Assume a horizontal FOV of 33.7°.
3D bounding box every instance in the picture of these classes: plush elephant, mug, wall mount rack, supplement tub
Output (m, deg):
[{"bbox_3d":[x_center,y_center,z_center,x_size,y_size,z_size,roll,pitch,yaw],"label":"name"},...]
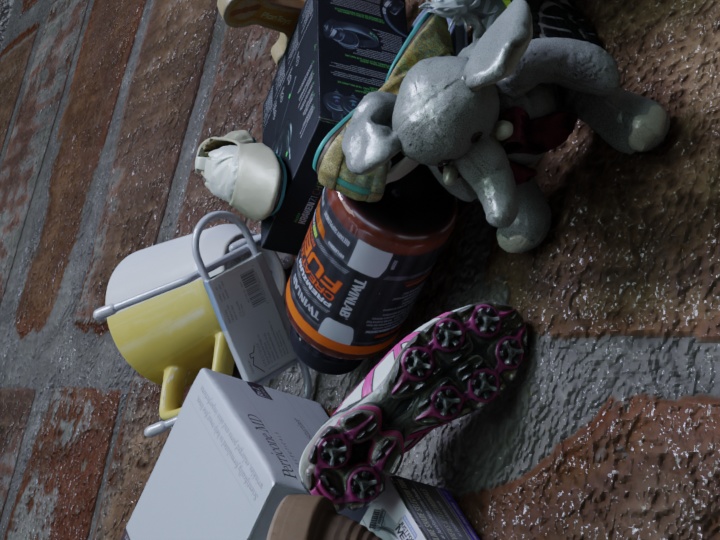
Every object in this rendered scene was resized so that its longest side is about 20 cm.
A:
[{"bbox_3d":[0.083,-0.098,0.794,0.164,0.201,0.155,-33,7,39],"label":"plush elephant"},{"bbox_3d":[-0.148,0.043,1.204,0.152,0.149,0.189,-24,84,40],"label":"mug"},{"bbox_3d":[-0.133,0.056,1.078,0.074,0.173,0.202,-9,106,55],"label":"wall mount rack"},{"bbox_3d":[0.000,0.000,0.968,0.201,0.105,0.108,114,155,-45],"label":"supplement tub"}]

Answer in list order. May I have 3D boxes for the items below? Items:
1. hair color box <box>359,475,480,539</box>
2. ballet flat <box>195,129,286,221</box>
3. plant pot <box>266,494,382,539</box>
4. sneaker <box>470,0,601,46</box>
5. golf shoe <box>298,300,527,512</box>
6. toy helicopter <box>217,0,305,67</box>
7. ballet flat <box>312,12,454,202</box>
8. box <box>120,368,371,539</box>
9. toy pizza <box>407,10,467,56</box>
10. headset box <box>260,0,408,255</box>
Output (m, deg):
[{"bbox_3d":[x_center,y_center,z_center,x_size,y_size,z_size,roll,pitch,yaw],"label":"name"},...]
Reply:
[{"bbox_3d":[0.015,0.263,0.856,0.202,0.064,0.109,-63,30,16],"label":"hair color box"},{"bbox_3d":[-0.116,-0.089,1.078,0.070,0.069,0.200,-66,18,6],"label":"ballet flat"},{"bbox_3d":[-0.003,0.240,0.721,0.201,0.091,0.204,0,-90,-83],"label":"plant pot"},{"bbox_3d":[0.130,-0.179,0.935,0.201,0.073,0.081,-98,31,-48],"label":"sneaker"},{"bbox_3d":[0.033,0.090,0.869,0.199,0.073,0.092,-38,6,-9],"label":"golf shoe"},{"bbox_3d":[-0.051,-0.247,1.139,0.132,0.199,0.080,-42,63,31],"label":"toy helicopter"},{"bbox_3d":[0.036,-0.122,0.902,0.070,0.071,0.201,-27,22,49],"label":"ballet flat"},{"bbox_3d":[-0.091,0.223,0.985,0.202,0.130,0.199,-64,31,11],"label":"box"},{"bbox_3d":[0.057,-0.134,1.028,0.200,0.031,0.203,-168,90,-73],"label":"toy pizza"},{"bbox_3d":[-0.024,-0.129,1.073,0.175,0.092,0.202,119,156,-46],"label":"headset box"}]
